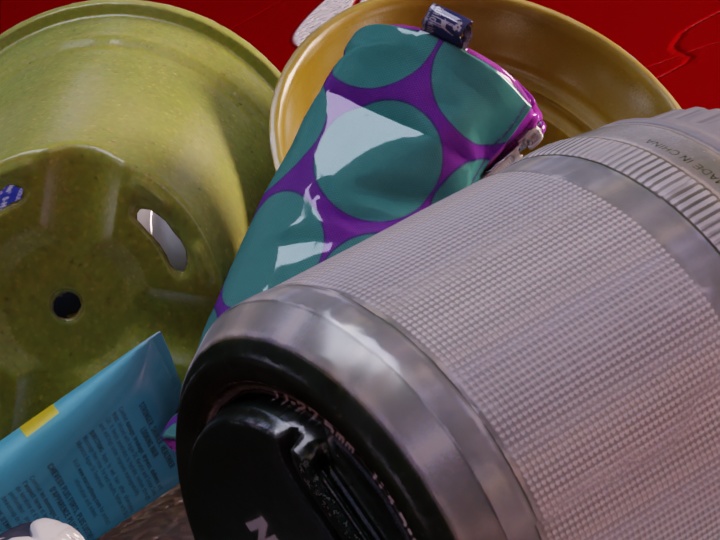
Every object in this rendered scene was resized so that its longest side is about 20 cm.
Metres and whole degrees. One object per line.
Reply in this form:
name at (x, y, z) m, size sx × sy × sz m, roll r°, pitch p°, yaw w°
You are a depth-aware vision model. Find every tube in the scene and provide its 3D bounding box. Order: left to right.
tube at (-0.148, 0.104, 1.087) m, size 0.200 × 0.078 × 0.050 m, roll -34°, pitch 53°, yaw -12°

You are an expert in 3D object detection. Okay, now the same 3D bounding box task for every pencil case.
pencil case at (0.000, 0.000, 1.105) m, size 0.092 × 0.085 × 0.201 m, roll 18°, pitch 75°, yaw 25°

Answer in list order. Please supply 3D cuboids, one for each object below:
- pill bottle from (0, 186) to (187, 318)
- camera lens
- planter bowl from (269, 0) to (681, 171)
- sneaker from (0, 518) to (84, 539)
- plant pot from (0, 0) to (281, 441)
pill bottle at (-0.125, 0.005, 1.367) m, size 0.199 × 0.120 × 0.120 m, roll -14°, pitch 15°, yaw 19°
camera lens at (0.055, 0.052, 0.872) m, size 0.199 × 0.161 × 0.160 m, roll -27°, pitch 16°, yaw -31°
planter bowl at (0.049, -0.024, 1.240) m, size 0.200 × 0.201 × 0.084 m, roll -28°, pitch -25°, yaw -32°
sneaker at (-0.195, 0.127, 0.986) m, size 0.129 × 0.080 × 0.199 m, roll 29°, pitch 46°, yaw 20°
plant pot at (-0.112, -0.005, 1.201) m, size 0.199 × 0.201 × 0.184 m, roll -17°, pitch 11°, yaw 6°
